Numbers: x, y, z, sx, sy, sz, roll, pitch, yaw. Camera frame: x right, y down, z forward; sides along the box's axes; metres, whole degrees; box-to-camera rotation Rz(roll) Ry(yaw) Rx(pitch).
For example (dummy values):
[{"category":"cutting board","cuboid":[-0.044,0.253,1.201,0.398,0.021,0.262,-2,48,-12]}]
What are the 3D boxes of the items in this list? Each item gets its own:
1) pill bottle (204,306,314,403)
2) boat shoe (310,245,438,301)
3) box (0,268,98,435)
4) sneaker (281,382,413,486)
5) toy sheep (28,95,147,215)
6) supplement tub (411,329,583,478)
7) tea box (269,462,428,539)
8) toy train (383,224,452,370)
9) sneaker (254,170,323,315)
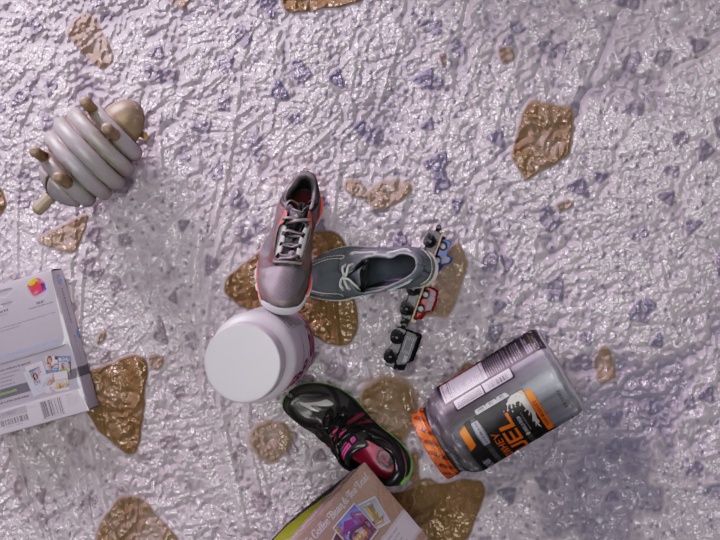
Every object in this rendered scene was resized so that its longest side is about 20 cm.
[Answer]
[{"category":"pill bottle","cuboid":[-0.128,0.107,1.373,0.112,0.200,0.115,0,92,8]},{"category":"boat shoe","cuboid":[0.000,0.000,1.407,0.198,0.062,0.074,-5,85,22]},{"category":"box","cuboid":[-0.467,0.115,1.499,0.154,0.041,0.202,-16,91,7]},{"category":"sneaker","cuboid":[-0.015,0.215,1.421,0.199,0.084,0.077,32,95,5]},{"category":"toy sheep","cuboid":[-0.365,-0.151,1.429,0.200,0.138,0.138,-41,87,-1]},{"category":"supplement tub","cuboid":[0.172,0.175,1.376,0.199,0.123,0.123,-33,88,8]},{"category":"tea box","cuboid":[-0.054,0.379,1.344,0.134,0.200,0.197,48,125,3]},{"category":"toy train","cuboid":[0.080,0.037,1.428,0.045,0.034,0.202,19,95,3]},{"category":"sneaker","cuboid":[-0.092,-0.042,1.381,0.076,0.082,0.202,8,61,-2]}]
